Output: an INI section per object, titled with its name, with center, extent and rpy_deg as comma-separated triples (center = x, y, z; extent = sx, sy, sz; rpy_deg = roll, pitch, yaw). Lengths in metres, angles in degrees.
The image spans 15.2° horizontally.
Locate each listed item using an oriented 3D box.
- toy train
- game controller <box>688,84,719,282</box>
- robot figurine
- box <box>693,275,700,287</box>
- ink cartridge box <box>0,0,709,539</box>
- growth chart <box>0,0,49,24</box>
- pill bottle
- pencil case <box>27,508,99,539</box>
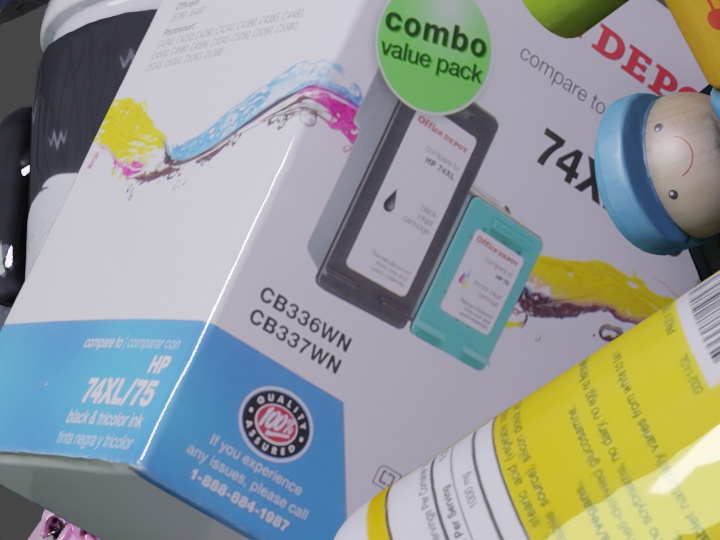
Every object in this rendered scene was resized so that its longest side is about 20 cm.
[toy train]
center = 0.083, -0.097, 0.675
extent = 0.115, 0.201, 0.085
rpy_deg = -18, 21, 36
[game controller]
center = 0.152, 0.016, 0.720
extent = 0.104, 0.042, 0.201
rpy_deg = -32, 57, 22
[robot figurine]
center = -0.058, -0.031, 0.979
extent = 0.125, 0.149, 0.201
rpy_deg = 121, 151, -67
[box]
center = 0.120, 0.051, 0.787
extent = 0.200, 0.032, 0.122
rpy_deg = -31, 54, 42
[ink cartridge box]
center = 0.000, 0.000, 0.816
extent = 0.146, 0.146, 0.201
rpy_deg = -3, 59, 60
[growth chart]
center = -0.085, -0.139, 1.029
extent = 0.018, 0.200, 0.145
rpy_deg = 49, 132, 5
[pill bottle]
center = 0.065, 0.082, 0.647
extent = 0.200, 0.112, 0.113
rpy_deg = -34, 48, 13
[pencil case]
center = -0.123, 0.157, 1.023
extent = 0.200, 0.087, 0.088
rpy_deg = -54, 40, 26
